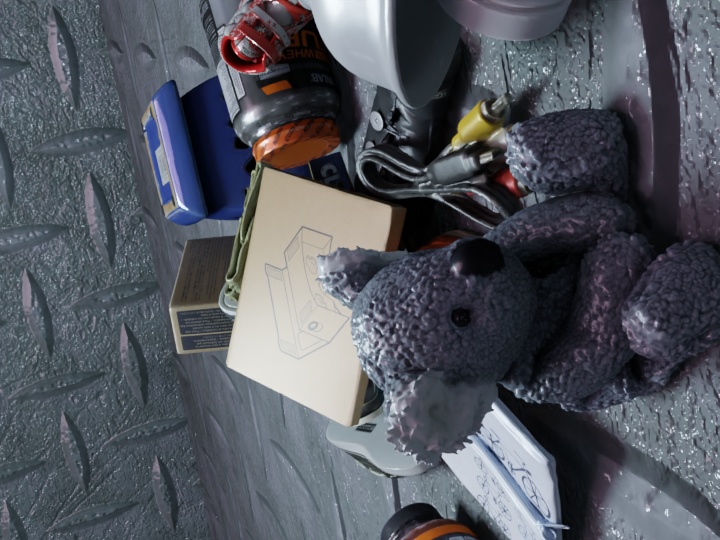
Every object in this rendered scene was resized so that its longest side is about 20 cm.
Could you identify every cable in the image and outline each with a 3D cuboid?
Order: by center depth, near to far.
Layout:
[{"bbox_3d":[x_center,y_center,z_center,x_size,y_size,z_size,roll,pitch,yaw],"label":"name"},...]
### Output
[{"bbox_3d":[0.073,-0.076,0.695,0.200,0.050,0.097,-3,117,62],"label":"cable"}]

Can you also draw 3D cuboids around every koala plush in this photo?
[{"bbox_3d":[0.083,0.028,0.539,0.184,0.200,0.178,102,147,-52],"label":"koala plush"}]

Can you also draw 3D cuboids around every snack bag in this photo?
[{"bbox_3d":[0.109,0.158,0.739,0.189,0.021,0.200,49,161,44],"label":"snack bag"}]

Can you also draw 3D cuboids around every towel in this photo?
[{"bbox_3d":[-0.071,-0.014,0.941,0.200,0.036,0.149,37,-118,-56],"label":"towel"}]

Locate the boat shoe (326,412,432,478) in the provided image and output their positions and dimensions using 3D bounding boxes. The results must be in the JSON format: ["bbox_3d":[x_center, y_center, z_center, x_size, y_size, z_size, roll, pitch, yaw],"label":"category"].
[{"bbox_3d":[0.036,0.202,1.002,0.064,0.071,0.200,48,160,-22],"label":"boat shoe"}]

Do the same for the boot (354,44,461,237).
[{"bbox_3d":[0.023,-0.151,0.792,0.200,0.066,0.165,94,156,-51],"label":"boot"}]

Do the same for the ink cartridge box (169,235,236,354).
[{"bbox_3d":[-0.155,0.023,1.148,0.200,0.164,0.075,-98,4,-63],"label":"ink cartridge box"}]

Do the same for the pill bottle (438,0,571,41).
[{"bbox_3d":[0.099,-0.226,0.457,0.200,0.109,0.109,104,146,-52],"label":"pill bottle"}]

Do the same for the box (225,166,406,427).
[{"bbox_3d":[-0.046,0.020,0.798,0.163,0.021,0.200,20,103,37],"label":"box"}]

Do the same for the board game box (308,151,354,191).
[{"bbox_3d":[0.000,0.000,0.874,0.136,0.035,0.200,67,-174,-68],"label":"board game box"}]

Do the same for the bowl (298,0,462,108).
[{"bbox_3d":[0.013,-0.211,0.561,0.090,0.201,0.201,14,129,16],"label":"bowl"}]

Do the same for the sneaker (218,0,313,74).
[{"bbox_3d":[-0.060,-0.249,0.808,0.067,0.108,0.201,38,150,-25],"label":"sneaker"}]

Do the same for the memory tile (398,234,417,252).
[{"bbox_3d":[0.070,0.065,0.870,0.200,0.017,0.153,-123,27,-42],"label":"memory tile"}]

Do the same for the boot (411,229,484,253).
[{"bbox_3d":[0.057,0.006,0.727,0.200,0.107,0.075,166,94,-71],"label":"boot"}]

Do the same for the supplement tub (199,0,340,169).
[{"bbox_3d":[-0.096,-0.221,0.964,0.123,0.122,0.200,141,112,-69],"label":"supplement tub"}]

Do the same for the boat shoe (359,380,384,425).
[{"bbox_3d":[-0.023,0.116,1.025,0.068,0.072,0.200,63,178,-26],"label":"boat shoe"}]

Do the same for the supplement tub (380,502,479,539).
[{"bbox_3d":[0.092,0.319,0.854,0.200,0.107,0.107,-134,35,-53],"label":"supplement tub"}]

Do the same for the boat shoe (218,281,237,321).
[{"bbox_3d":[-0.087,0.008,1.028,0.076,0.200,0.060,22,135,31],"label":"boat shoe"}]

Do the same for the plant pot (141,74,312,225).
[{"bbox_3d":[-0.180,-0.159,1.153,0.200,0.180,0.200,177,80,-70],"label":"plant pot"}]
